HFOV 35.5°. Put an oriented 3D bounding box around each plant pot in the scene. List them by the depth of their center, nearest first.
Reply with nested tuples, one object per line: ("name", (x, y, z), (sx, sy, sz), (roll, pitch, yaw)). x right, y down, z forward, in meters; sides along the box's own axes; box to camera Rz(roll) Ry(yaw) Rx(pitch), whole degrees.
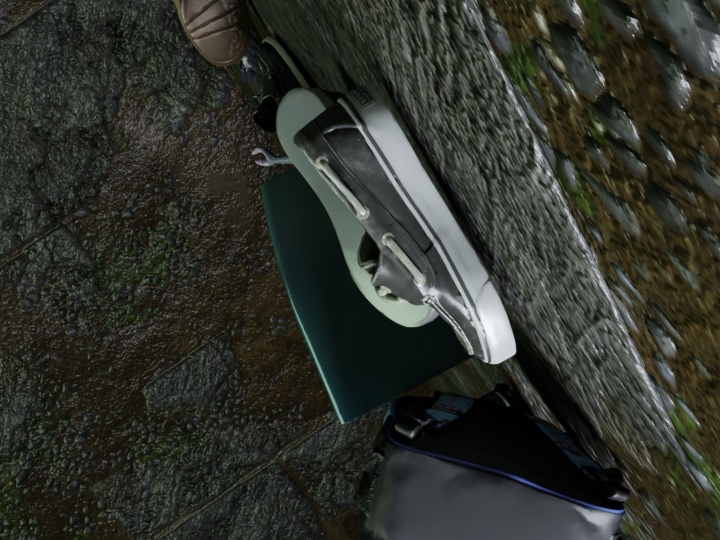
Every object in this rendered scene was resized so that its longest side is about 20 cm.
("plant pot", (0.000, 0.000, 0.953), (0.202, 0.140, 0.141), (64, 178, 0))

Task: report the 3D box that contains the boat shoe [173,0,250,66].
("boat shoe", (-0.169, -0.307, 1.158), (0.065, 0.070, 0.202), (-116, 3, -54))

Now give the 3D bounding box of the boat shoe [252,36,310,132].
("boat shoe", (-0.073, -0.158, 1.103), (0.200, 0.066, 0.075), (55, 178, 37))

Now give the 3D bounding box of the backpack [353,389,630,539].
("backpack", (0.086, 0.166, 0.821), (0.180, 0.136, 0.200), (17, -175, 1))

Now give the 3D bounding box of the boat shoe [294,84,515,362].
("boat shoe", (0.029, -0.016, 0.703), (0.201, 0.063, 0.071), (57, 178, -19))

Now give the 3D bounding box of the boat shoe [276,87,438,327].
("boat shoe", (0.013, -0.053, 0.813), (0.063, 0.071, 0.202), (-9, -117, -47))

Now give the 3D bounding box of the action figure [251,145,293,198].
("action figure", (-0.029, -0.081, 1.131), (0.135, 0.147, 0.200), (62, -164, -15))

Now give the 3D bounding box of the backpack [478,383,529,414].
("backpack", (0.143, 0.231, 1.055), (0.201, 0.150, 0.178), (51, 175, 15))

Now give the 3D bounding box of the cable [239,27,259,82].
("cable", (-0.184, -0.327, 1.376), (0.201, 0.050, 0.163), (57, 178, 3))
